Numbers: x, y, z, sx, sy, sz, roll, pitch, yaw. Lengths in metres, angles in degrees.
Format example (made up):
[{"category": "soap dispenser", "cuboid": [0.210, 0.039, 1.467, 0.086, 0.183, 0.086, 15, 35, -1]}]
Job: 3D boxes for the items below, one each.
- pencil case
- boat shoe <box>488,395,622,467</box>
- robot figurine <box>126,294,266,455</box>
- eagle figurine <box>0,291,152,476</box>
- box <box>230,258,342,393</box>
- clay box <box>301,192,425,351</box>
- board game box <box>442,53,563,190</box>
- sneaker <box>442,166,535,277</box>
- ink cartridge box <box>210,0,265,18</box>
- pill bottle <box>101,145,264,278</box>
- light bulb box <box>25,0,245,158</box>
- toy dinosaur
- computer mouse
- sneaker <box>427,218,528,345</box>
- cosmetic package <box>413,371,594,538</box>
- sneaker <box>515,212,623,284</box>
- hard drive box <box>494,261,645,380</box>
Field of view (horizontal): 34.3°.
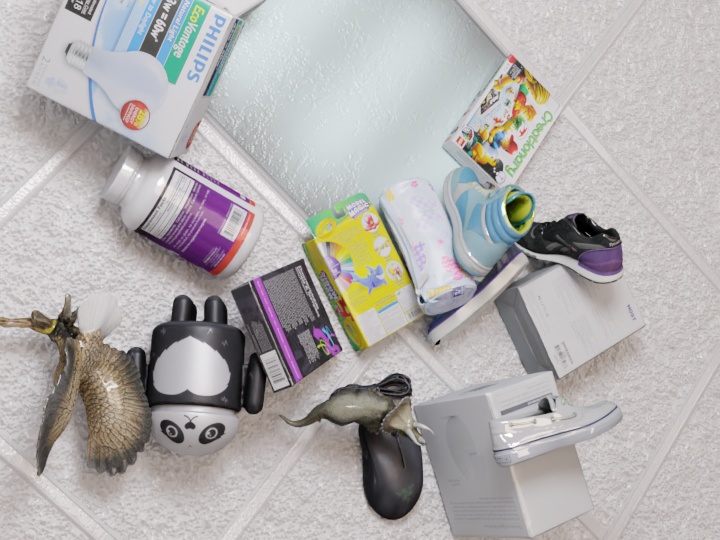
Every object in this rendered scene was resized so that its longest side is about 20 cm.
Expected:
[{"category": "pencil case", "cuboid": [0.094, -0.035, 1.677, 0.090, 0.083, 0.201, -13, 66, -16]}, {"category": "boat shoe", "cuboid": [0.257, 0.195, 1.523, 0.199, 0.073, 0.067, -16, 90, -29]}, {"category": "robot figurine", "cuboid": [-0.210, 0.134, 1.489, 0.124, 0.150, 0.202, 18, 70, -49]}, {"category": "eagle figurine", "cuboid": [-0.340, 0.140, 1.408, 0.151, 0.151, 0.201, -18, 60, -16]}, {"category": "box", "cuboid": [-0.094, 0.069, 1.550, 0.144, 0.036, 0.200, 67, 21, -1]}, {"category": "clay box", "cuboid": [0.000, 0.000, 1.671, 0.115, 0.048, 0.201, -28, 92, -29]}, {"category": "board game box", "cuboid": [0.227, -0.229, 1.843, 0.126, 0.035, 0.200, 41, 64, -15]}, {"category": "sneaker", "cuboid": [0.189, -0.097, 1.651, 0.079, 0.130, 0.201, 25, 39, -32]}, {"category": "ink cartridge box", "cuboid": [-0.244, -0.383, 1.599, 0.200, 0.083, 0.147, -38, 99, -28]}, {"category": "pill bottle", "cuboid": [-0.233, -0.080, 1.528, 0.199, 0.112, 0.113, 30, 68, -19]}, {"category": "light bulb box", "cuboid": [-0.278, -0.273, 1.467, 0.199, 0.125, 0.199, 26, 99, -3]}, {"category": "toy dinosaur", "cuboid": [-0.006, 0.185, 1.565, 0.199, 0.102, 0.078, 13, 75, -9]}, {"category": "computer mouse", "cuboid": [0.039, 0.250, 1.639, 0.138, 0.053, 0.201, -10, 85, -29]}, {"category": "sneaker", "cuboid": [0.138, -0.002, 1.740, 0.200, 0.081, 0.147, -42, 78, -11]}, {"category": "cosmetic package", "cuboid": [0.198, 0.261, 1.636, 0.122, 0.199, 0.201, -14, 87, -29]}, {"category": "sneaker", "cuboid": [0.314, -0.057, 1.763, 0.076, 0.199, 0.088, -32, 130, -35]}, {"category": "hard drive box", "cuboid": [0.326, 0.062, 1.814, 0.199, 0.077, 0.157, -25, 92, -29]}]
